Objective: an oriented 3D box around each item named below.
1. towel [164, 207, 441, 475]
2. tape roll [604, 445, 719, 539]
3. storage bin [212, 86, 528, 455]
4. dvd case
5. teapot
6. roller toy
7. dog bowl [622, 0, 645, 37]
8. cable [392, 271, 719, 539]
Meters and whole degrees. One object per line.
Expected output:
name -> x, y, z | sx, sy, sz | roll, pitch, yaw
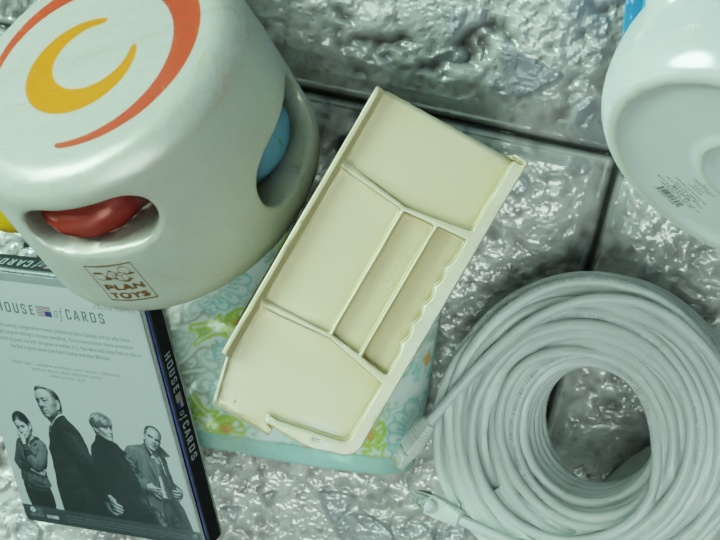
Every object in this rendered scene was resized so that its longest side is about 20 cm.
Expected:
towel -> -0.051, 0.041, 1.530 | 0.199, 0.048, 0.172 | 8, 120, -1
tape roll -> 0.245, 0.203, 1.584 | 0.202, 0.071, 0.203 | 2, 118, 4
storage bin -> 0.000, 0.000, 1.377 | 0.094, 0.200, 0.199 | 30, 92, -3
dvd case -> -0.176, 0.084, 1.542 | 0.150, 0.025, 0.201 | 6, 122, 30
teapot -> 0.235, -0.101, 1.268 | 0.197, 0.146, 0.200 | 20, 152, 19
roller toy -> -0.125, -0.074, 1.384 | 0.200, 0.182, 0.140 | -39, 133, -5
dog bowl -> 0.197, -0.177, 1.359 | 0.049, 0.112, 0.201 | 2, 120, -12
cable -> 0.145, 0.101, 1.495 | 0.200, 0.069, 0.200 | 34, 104, 14
